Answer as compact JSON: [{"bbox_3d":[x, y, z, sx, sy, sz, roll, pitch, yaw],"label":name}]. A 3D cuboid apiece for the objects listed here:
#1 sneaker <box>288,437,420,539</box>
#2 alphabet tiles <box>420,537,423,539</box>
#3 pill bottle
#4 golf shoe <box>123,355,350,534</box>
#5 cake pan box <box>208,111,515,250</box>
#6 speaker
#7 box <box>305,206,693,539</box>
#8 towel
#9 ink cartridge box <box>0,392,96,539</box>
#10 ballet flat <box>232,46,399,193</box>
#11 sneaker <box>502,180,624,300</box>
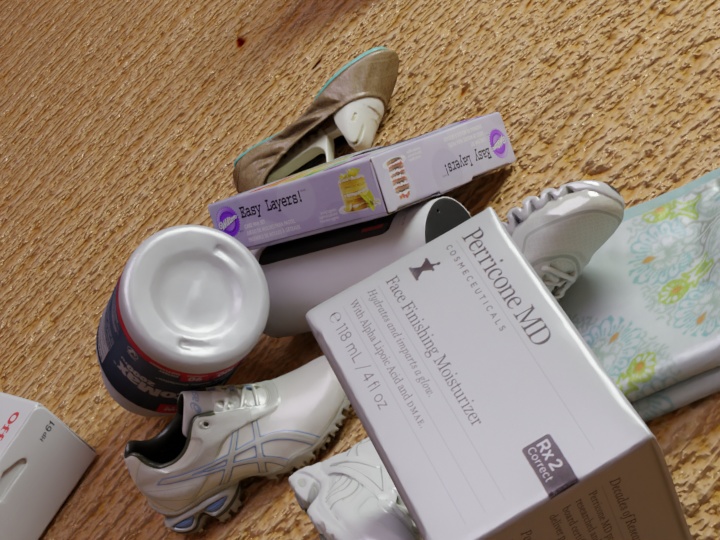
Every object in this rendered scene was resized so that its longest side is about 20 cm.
[{"bbox_3d":[0.015,0.155,1.121,0.099,0.078,0.200,-39,20,-5],"label":"sneaker"},{"bbox_3d":[0.081,0.223,1.050,0.195,0.015,0.201,-9,46,41],"label":"alphabet tiles"},{"bbox_3d":[-0.153,0.052,1.348,0.120,0.119,0.200,-60,5,-26],"label":"pill bottle"},{"bbox_3d":[-0.094,0.120,1.283,0.200,0.097,0.078,-38,31,4],"label":"golf shoe"},{"bbox_3d":[0.005,-0.072,1.356,0.183,0.053,0.199,-10,9,40],"label":"cake pan box"},{"bbox_3d":[0.000,0.000,1.336,0.199,0.081,0.082,-14,42,38],"label":"speaker"},{"bbox_3d":[0.087,0.112,0.953,0.130,0.200,0.199,-30,47,-2],"label":"box"},{"bbox_3d":[0.196,0.024,1.127,0.199,0.048,0.172,-27,35,24],"label":"towel"},{"bbox_3d":[-0.351,0.187,1.492,0.199,0.085,0.145,5,56,51],"label":"ink cartridge box"},{"bbox_3d":[-0.033,-0.123,1.536,0.199,0.068,0.073,-36,53,11],"label":"ballet flat"},{"bbox_3d":[0.109,0.017,1.135,0.200,0.075,0.081,-42,44,26],"label":"sneaker"}]
